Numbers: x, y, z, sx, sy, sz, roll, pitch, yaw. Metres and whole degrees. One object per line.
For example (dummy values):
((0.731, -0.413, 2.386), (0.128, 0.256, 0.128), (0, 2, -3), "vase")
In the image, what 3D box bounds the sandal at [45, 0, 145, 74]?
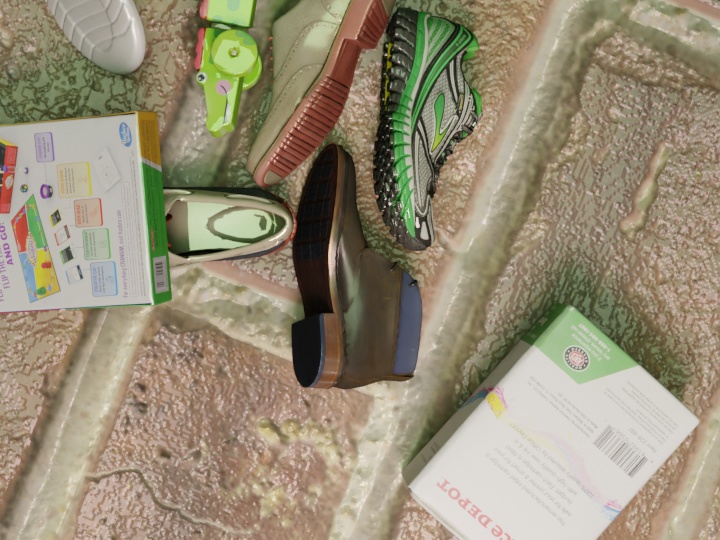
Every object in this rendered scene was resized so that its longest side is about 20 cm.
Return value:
((-0.230, -0.251, 1.507), (0.203, 0.082, 0.050), (54, 46, -3), "sandal")

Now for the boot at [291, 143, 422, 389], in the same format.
((0.000, 0.000, 1.540), (0.097, 0.075, 0.200), (7, 83, -28), "boot")

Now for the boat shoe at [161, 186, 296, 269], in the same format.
((-0.151, -0.032, 1.519), (0.200, 0.063, 0.071), (-3, 95, -2), "boat shoe")

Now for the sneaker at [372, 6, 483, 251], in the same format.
((0.058, -0.113, 1.504), (0.085, 0.078, 0.200), (8, 77, -8), "sneaker")

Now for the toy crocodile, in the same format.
((-0.105, -0.207, 1.511), (0.062, 0.068, 0.200), (9, 90, 2), "toy crocodile")

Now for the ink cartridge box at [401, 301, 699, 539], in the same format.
((0.151, 0.146, 1.533), (0.145, 0.088, 0.200), (41, 88, -4), "ink cartridge box")

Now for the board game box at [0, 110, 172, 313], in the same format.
((-0.254, -0.044, 1.492), (0.200, 0.040, 0.153), (-3, 93, 16), "board game box")

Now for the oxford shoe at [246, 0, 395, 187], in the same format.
((-0.046, -0.163, 1.525), (0.074, 0.071, 0.200), (30, 88, 17), "oxford shoe")
